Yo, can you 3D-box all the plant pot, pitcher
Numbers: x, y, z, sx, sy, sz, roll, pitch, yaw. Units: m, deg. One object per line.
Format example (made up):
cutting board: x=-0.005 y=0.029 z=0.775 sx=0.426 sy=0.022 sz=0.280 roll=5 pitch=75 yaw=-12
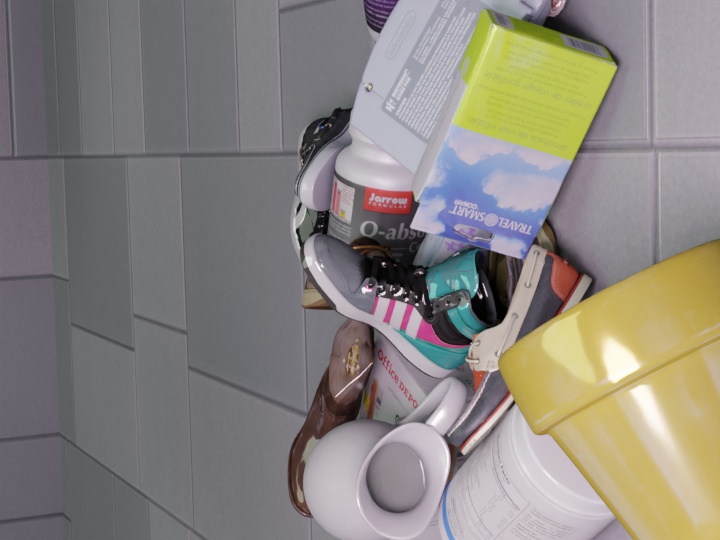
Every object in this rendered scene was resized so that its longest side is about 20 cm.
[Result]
plant pot: x=0.231 y=0.104 z=1.083 sx=0.189 sy=0.200 sz=0.201 roll=62 pitch=150 yaw=11
pitcher: x=0.030 y=0.183 z=1.428 sx=0.172 sy=0.121 sz=0.200 roll=-53 pitch=7 yaw=-19

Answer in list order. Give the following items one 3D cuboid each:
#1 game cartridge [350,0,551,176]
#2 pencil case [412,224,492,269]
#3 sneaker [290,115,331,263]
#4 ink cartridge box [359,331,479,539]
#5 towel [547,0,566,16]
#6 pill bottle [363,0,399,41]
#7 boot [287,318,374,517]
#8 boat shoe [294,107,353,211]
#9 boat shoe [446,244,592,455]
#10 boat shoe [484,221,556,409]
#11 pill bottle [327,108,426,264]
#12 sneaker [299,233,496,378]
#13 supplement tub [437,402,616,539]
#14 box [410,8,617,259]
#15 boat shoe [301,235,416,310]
game cartridge: x=0.075 y=-0.193 z=1.348 sx=0.133 sy=0.040 sz=0.200 roll=40 pitch=111 yaw=26
pencil case: x=0.103 y=-0.035 z=1.439 sx=0.083 sy=0.091 sz=0.200 roll=40 pitch=137 yaw=21
sneaker: x=-0.034 y=-0.088 z=1.751 sx=0.112 sy=0.073 sz=0.201 roll=169 pitch=98 yaw=-67
ink cartridge box: x=0.063 y=0.179 z=1.565 sx=0.145 sy=0.083 sz=0.201 roll=-129 pitch=42 yaw=-51
towel: x=0.151 y=-0.356 z=1.355 sx=0.200 sy=0.032 sz=0.192 roll=-126 pitch=39 yaw=-55
pill bottle: x=0.055 y=-0.282 z=1.431 sx=0.111 sy=0.111 sz=0.201 roll=-130 pitch=26 yaw=-52
boot: x=-0.028 y=0.154 z=1.541 sx=0.200 sy=0.064 sz=0.187 roll=117 pitch=165 yaw=-70
boat shoe: x=-0.036 y=-0.126 z=1.633 sx=0.200 sy=0.056 sz=0.069 roll=-53 pitch=-30 yaw=-54
boat shoe: x=0.129 y=0.070 z=1.298 sx=0.200 sy=0.062 sz=0.071 roll=-55 pitch=-3 yaw=-14
boat shoe: x=0.136 y=0.044 z=1.407 sx=0.072 sy=0.066 sz=0.202 roll=-134 pitch=46 yaw=-54
pill bottle: x=0.025 y=-0.071 z=1.574 sx=0.116 sy=0.115 sz=0.201 roll=-136 pitch=47 yaw=-56
sneaker: x=0.051 y=0.012 z=1.331 sx=0.121 sy=0.200 sz=0.084 roll=-36 pitch=32 yaw=31
supplement tub: x=0.160 y=0.190 z=1.297 sx=0.200 sy=0.131 sz=0.132 roll=122 pitch=138 yaw=-50
box: x=0.129 y=-0.117 z=1.295 sx=0.048 sy=0.121 sz=0.201 roll=-101 pitch=30 yaw=-59
boat shoe: x=0.000 y=0.000 z=1.480 sx=0.200 sy=0.072 sz=0.072 roll=-11 pitch=76 yaw=63
